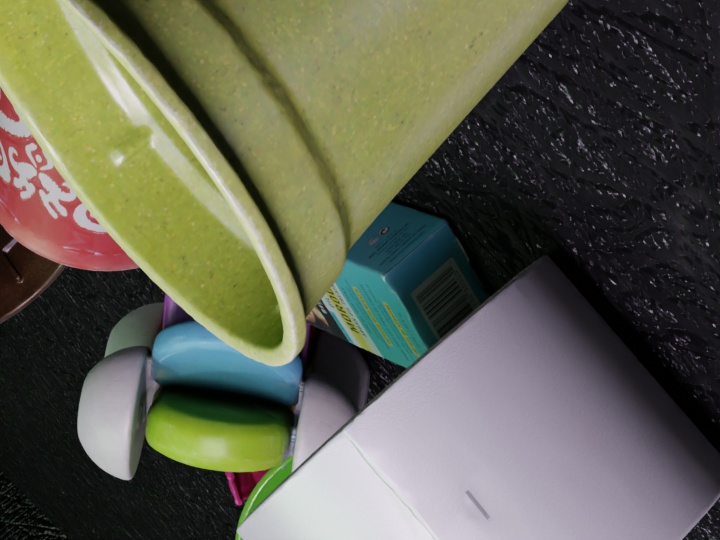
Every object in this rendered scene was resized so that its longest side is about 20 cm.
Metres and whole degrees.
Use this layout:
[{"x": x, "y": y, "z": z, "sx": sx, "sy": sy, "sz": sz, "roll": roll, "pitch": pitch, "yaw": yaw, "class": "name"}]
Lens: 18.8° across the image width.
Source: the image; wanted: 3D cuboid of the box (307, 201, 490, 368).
[{"x": 0.000, "y": 0.000, "z": 1.228, "sx": 0.083, "sy": 0.049, "sz": 0.200, "roll": 58, "pitch": 162, "yaw": -25, "class": "box"}]

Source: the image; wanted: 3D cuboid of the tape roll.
[{"x": 0.058, "y": 0.109, "z": 1.042, "sx": 0.139, "sy": 0.202, "sz": 0.203, "roll": 49, "pitch": 164, "yaw": 5, "class": "tape roll"}]

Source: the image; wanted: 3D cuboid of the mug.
[{"x": -0.109, "y": -0.118, "z": 1.139, "sx": 0.201, "sy": 0.176, "sz": 0.134, "roll": 103, "pitch": 148, "yaw": -51, "class": "mug"}]

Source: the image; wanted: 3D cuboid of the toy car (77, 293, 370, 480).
[{"x": -0.079, "y": 0.053, "z": 1.382, "sx": 0.200, "sy": 0.174, "sz": 0.151, "roll": -75, "pitch": -6, "yaw": -72, "class": "toy car"}]

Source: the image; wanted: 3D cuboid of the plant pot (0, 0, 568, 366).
[{"x": -0.025, "y": -0.099, "z": 0.833, "sx": 0.200, "sy": 0.184, "sz": 0.201, "roll": 44, "pitch": 163, "yaw": 17, "class": "plant pot"}]

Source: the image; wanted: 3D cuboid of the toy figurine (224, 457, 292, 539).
[{"x": -0.022, "y": 0.161, "z": 1.578, "sx": 0.199, "sy": 0.151, "sz": 0.184, "roll": 31, "pitch": -172, "yaw": -27, "class": "toy figurine"}]

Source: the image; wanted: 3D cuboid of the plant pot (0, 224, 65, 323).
[{"x": -0.365, "y": -0.072, "z": 1.818, "sx": 0.199, "sy": 0.200, "sz": 0.201, "roll": 51, "pitch": 165, "yaw": 22, "class": "plant pot"}]
